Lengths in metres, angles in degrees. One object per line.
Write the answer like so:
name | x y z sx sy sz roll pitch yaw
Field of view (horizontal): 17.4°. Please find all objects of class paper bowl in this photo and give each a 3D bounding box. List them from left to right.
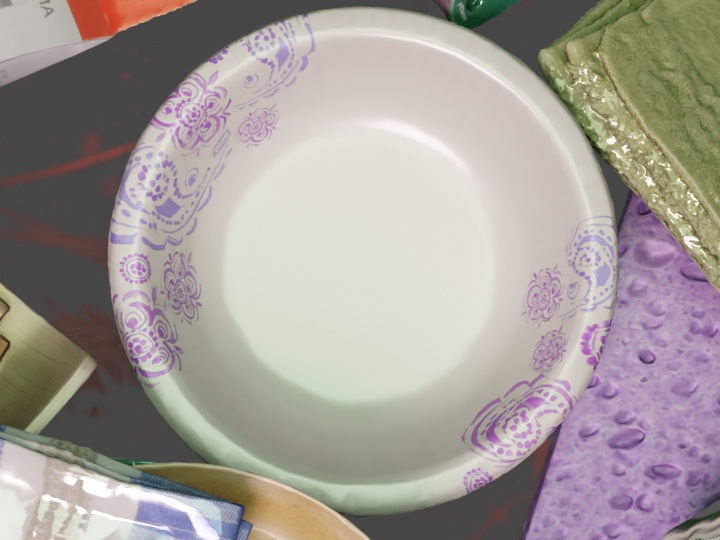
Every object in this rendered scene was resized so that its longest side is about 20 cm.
paper bowl | 0.000 0.000 0.961 0.200 0.104 0.201 0 83 -2

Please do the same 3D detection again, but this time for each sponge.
sponge | 0.138 0.072 0.996 0.111 0.030 0.200 18 83 -1

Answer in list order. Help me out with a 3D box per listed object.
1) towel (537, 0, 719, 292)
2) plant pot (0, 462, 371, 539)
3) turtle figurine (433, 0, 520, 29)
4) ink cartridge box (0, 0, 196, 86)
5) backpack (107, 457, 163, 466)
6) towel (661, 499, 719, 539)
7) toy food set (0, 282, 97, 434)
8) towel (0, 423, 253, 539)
towel | 0.174 -0.045 0.975 0.148 0.036 0.200 -35 80 -38
plant pot | -0.065 0.168 0.827 0.200 0.027 0.200 0 79 -2
turtle figurine | -0.015 -0.181 0.979 0.200 0.150 0.101 46 109 39
ink cartridge box | -0.167 -0.163 1.002 0.200 0.057 0.163 -23 85 0
backpack | -0.086 0.173 0.912 0.176 0.153 0.200 9 86 5
towel | 0.225 0.059 0.918 0.200 0.149 0.031 -30 88 -21
toy food set | -0.218 0.024 0.859 0.200 0.060 0.144 41 83 -5
towel | -0.151 0.117 0.810 0.200 0.024 0.147 18 80 2
